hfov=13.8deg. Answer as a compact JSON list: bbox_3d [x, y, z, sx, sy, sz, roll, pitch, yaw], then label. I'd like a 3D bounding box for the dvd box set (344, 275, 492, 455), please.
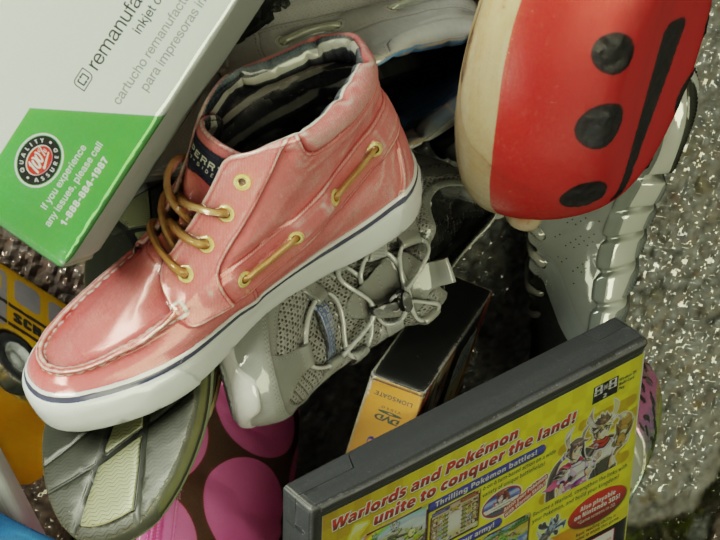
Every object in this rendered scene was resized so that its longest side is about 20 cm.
[{"bbox_3d":[0.007,0.115,1.417,0.029,0.146,0.201,21,112,8],"label":"dvd box set"}]

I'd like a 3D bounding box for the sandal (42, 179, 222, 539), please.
[{"bbox_3d":[-0.088,0.042,1.321,0.079,0.202,0.057,-17,130,22],"label":"sandal"}]

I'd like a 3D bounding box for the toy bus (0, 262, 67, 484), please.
[{"bbox_3d":[-0.200,0.021,1.318,0.065,0.079,0.200,-38,126,26],"label":"toy bus"}]

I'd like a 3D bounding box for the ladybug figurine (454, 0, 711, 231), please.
[{"bbox_3d":[0.104,-0.102,1.308,0.135,0.072,0.201,-27,139,-47],"label":"ladybug figurine"}]

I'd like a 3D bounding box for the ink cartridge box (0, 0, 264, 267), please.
[{"bbox_3d":[-0.158,-0.118,1.225,0.199,0.083,0.147,34,97,2],"label":"ink cartridge box"}]

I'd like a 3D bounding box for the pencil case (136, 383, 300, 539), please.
[{"bbox_3d":[-0.077,0.130,1.368,0.090,0.201,0.094,-4,157,12],"label":"pencil case"}]

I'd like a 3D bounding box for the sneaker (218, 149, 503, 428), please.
[{"bbox_3d":[0.000,0.000,1.342,0.200,0.081,0.075,-52,138,-46],"label":"sneaker"}]

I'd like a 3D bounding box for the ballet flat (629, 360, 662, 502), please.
[{"bbox_3d":[0.090,0.123,1.480,0.069,0.071,0.200,44,79,-6],"label":"ballet flat"}]

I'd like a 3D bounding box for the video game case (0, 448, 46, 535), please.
[{"bbox_3d":[-0.252,0.086,1.305,0.181,0.022,0.201,-14,133,7],"label":"video game case"}]

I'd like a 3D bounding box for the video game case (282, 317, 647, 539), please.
[{"bbox_3d":[0.047,0.134,1.373,0.199,0.025,0.182,-25,134,-31],"label":"video game case"}]

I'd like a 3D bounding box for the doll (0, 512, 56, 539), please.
[{"bbox_3d":[-0.176,0.149,1.324,0.135,0.049,0.201,-5,128,10],"label":"doll"}]

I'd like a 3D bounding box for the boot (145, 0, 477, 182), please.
[{"bbox_3d":[-0.031,-0.082,1.344,0.199,0.096,0.074,-25,120,-12],"label":"boot"}]

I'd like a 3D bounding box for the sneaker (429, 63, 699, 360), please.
[{"bbox_3d":[0.082,-0.031,1.443,0.115,0.075,0.201,13,114,-8],"label":"sneaker"}]

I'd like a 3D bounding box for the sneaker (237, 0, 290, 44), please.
[{"bbox_3d":[-0.099,-0.120,1.304,0.199,0.072,0.073,-24,84,-4],"label":"sneaker"}]

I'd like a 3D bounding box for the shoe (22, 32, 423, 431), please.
[{"bbox_3d":[-0.067,-0.020,1.254,0.199,0.071,0.091,-33,136,-13],"label":"shoe"}]
